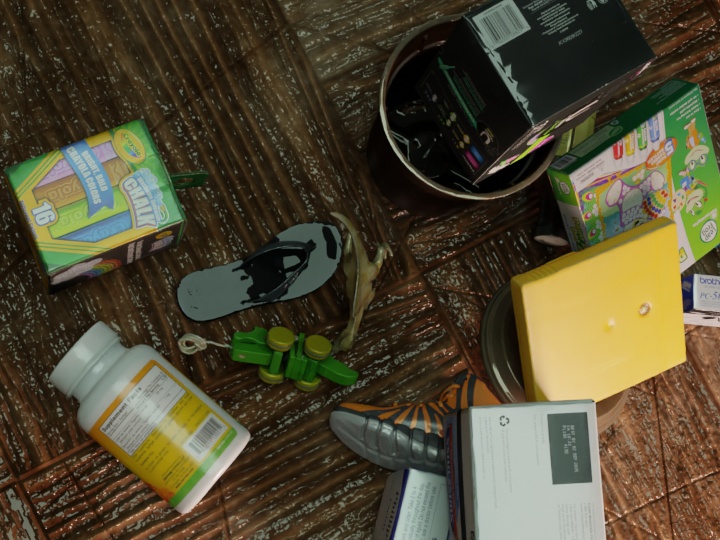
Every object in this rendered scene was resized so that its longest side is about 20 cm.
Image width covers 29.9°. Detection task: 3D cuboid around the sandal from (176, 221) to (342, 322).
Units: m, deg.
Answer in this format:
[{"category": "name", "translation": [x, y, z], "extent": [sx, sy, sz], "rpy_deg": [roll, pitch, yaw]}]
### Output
[{"category": "sandal", "translation": [-0.105, 0.005, 1.492], "extent": [0.200, 0.043, 0.076], "rpy_deg": [-25, 85, -15]}]

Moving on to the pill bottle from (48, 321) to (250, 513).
[{"category": "pill bottle", "translation": [-0.223, 0.149, 1.406], "extent": [0.200, 0.111, 0.111], "rpy_deg": [41, 74, -1]}]

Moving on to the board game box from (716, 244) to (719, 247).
[{"category": "board game box", "translation": [0.327, -0.077, 1.559], "extent": [0.199, 0.045, 0.153], "rpy_deg": [-20, 99, -24]}]

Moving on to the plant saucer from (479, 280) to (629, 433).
[{"category": "plant saucer", "translation": [0.226, 0.092, 1.519], "extent": [0.199, 0.029, 0.201], "rpy_deg": [11, 63, -23]}]

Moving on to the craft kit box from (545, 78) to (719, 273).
[{"category": "craft kit box", "translation": [0.309, -0.075, 1.474], "extent": [0.200, 0.048, 0.198], "rpy_deg": [-35, 124, -20]}]

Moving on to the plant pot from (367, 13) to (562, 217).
[{"category": "plant pot", "translation": [0.097, -0.151, 1.483], "extent": [0.199, 0.198, 0.201], "rpy_deg": [2, 78, -12]}]

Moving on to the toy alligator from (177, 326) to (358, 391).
[{"category": "toy alligator", "translation": [-0.099, 0.084, 1.476], "extent": [0.199, 0.059, 0.054], "rpy_deg": [13, 35, -7]}]

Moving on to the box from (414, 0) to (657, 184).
[{"category": "box", "translation": [0.161, -0.190, 1.297], "extent": [0.148, 0.200, 0.125], "rpy_deg": [-30, 85, -15]}]

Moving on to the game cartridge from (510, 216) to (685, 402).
[{"category": "game cartridge", "translation": [0.257, 0.053, 1.442], "extent": [0.199, 0.032, 0.177], "rpy_deg": [-20, 118, -19]}]

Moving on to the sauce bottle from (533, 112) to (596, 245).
[{"category": "sauce bottle", "translation": [0.235, -0.130, 1.576], "extent": [0.066, 0.066, 0.201], "rpy_deg": [14, 77, -8]}]

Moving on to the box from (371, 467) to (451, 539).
[{"category": "box", "translation": [0.111, 0.325, 1.441], "extent": [0.199, 0.105, 0.185], "rpy_deg": [16, 77, -8]}]

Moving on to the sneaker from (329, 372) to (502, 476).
[{"category": "sneaker", "translation": [0.071, 0.163, 1.488], "extent": [0.199, 0.078, 0.112], "rpy_deg": [18, 55, 5]}]

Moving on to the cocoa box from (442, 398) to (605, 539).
[{"category": "cocoa box", "translation": [0.162, 0.234, 1.344], "extent": [0.133, 0.131, 0.201], "rpy_deg": [-2, 81, -9]}]

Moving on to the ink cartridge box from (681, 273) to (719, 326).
[{"category": "ink cartridge box", "translation": [0.462, 0.041, 1.572], "extent": [0.199, 0.094, 0.044], "rpy_deg": [5, 78, -11]}]

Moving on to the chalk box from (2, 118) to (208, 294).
[{"category": "chalk box", "translation": [-0.262, -0.075, 1.436], "extent": [0.199, 0.125, 0.124], "rpy_deg": [-23, 85, -16]}]

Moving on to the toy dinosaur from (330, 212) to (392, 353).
[{"category": "toy dinosaur", "translation": [0.000, 0.000, 1.464], "extent": [0.058, 0.201, 0.101], "rpy_deg": [7, 37, 7]}]
